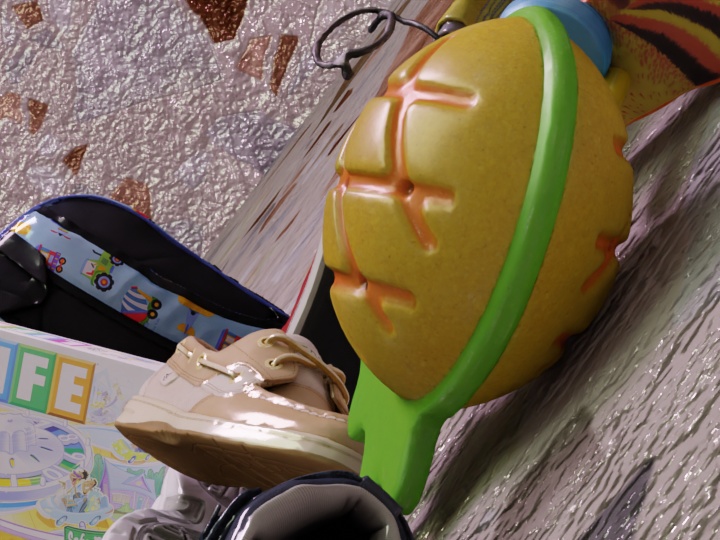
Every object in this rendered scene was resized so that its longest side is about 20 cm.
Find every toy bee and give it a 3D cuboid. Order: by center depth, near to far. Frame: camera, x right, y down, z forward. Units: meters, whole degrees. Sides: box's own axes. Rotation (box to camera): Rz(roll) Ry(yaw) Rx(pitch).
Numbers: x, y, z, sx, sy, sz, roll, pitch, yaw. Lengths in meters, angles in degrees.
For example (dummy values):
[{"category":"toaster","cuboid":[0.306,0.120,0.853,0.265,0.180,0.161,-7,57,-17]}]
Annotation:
[{"category":"toy bee","cuboid":[0.096,-0.085,0.899,0.200,0.109,0.131,4,46,52]}]

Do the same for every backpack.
[{"category":"backpack","cuboid":[-0.146,0.064,1.270,0.183,0.200,0.135,-56,8,-18]}]

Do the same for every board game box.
[{"category":"board game box","cuboid":[-0.187,0.098,1.165,0.034,0.199,0.135,3,-81,-69]}]

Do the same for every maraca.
[{"category":"maraca","cuboid":[0.034,-0.002,0.806,0.137,0.106,0.201,-95,24,-58]}]

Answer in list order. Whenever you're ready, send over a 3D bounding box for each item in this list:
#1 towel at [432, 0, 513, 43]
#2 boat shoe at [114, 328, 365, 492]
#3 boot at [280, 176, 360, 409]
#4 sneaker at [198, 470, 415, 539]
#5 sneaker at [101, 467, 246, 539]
[{"category":"towel","cuboid":[0.090,-0.126,1.053,0.200,0.023,0.144,-58,-30,-31]},{"category":"boat shoe","cuboid":[-0.043,0.059,0.970,0.200,0.074,0.069,6,63,57]},{"category":"boot","cuboid":[0.000,0.000,1.121,0.201,0.072,0.144,-63,6,-10]},{"category":"sneaker","cuboid":[-0.055,0.151,0.742,0.203,0.077,0.146,-54,4,-14]},{"category":"sneaker","cuboid":[-0.091,0.158,1.028,0.100,0.078,0.200,-58,-4,15]}]
